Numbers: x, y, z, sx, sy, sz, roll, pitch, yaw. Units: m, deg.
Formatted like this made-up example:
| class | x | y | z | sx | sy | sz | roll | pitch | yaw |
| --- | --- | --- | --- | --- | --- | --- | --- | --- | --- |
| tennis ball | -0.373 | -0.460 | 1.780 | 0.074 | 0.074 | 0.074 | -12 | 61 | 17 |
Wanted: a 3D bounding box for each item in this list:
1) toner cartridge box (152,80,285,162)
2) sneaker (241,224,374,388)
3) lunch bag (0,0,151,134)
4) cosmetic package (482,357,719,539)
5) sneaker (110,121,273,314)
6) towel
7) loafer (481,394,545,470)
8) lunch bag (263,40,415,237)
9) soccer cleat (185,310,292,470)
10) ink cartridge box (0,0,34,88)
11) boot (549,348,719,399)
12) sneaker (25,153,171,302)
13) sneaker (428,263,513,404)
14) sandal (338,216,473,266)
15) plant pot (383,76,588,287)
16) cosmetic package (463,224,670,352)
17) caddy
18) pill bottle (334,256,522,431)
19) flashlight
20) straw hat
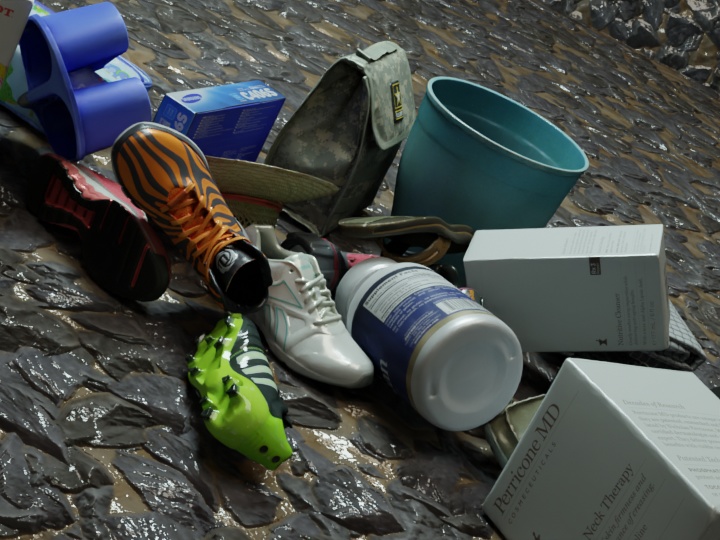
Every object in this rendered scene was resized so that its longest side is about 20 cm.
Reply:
| class | x | y | z | sx | sy | sz | roll | pitch | yaw |
| --- | --- | --- | --- | --- | --- | --- | --- | --- | --- |
| toner cartridge box | -0.161 | -0.149 | 1.772 | 0.043 | 0.095 | 0.200 | 33 | 22 | 16 |
| sneaker | -0.059 | 0.033 | 1.508 | 0.200 | 0.080 | 0.070 | 40 | 23 | 25 |
| lunch bag | -0.333 | -0.218 | 1.746 | 0.200 | 0.083 | 0.161 | 35 | 20 | 14 |
| cosmetic package | 0.245 | 0.201 | 1.367 | 0.166 | 0.168 | 0.200 | 8 | 28 | -39 |
| sneaker | -0.133 | -0.041 | 1.419 | 0.200 | 0.078 | 0.112 | 51 | -4 | -37 |
| towel | 0.271 | 0.054 | 1.846 | 0.200 | 0.086 | 0.166 | 21 | 24 | -20 |
| loafer | 0.182 | 0.142 | 1.529 | 0.200 | 0.070 | 0.075 | -8 | 66 | -57 |
| lunch bag | -0.013 | -0.157 | 1.821 | 0.117 | 0.200 | 0.164 | 30 | 21 | 8 |
| soccer cleat | -0.097 | 0.099 | 1.349 | 0.081 | 0.068 | 0.200 | 46 | 10 | -22 |
| ink cartridge box | -0.388 | -0.231 | 1.542 | 0.128 | 0.200 | 0.125 | 21 | 23 | -18 |
| boot | 0.306 | 0.130 | 1.716 | 0.158 | 0.080 | 0.211 | 38 | 24 | 25 |
| sneaker | -0.220 | -0.045 | 1.497 | 0.087 | 0.074 | 0.200 | 2 | 33 | -50 |
| sneaker | 0.093 | 0.062 | 1.608 | 0.080 | 0.086 | 0.200 | 9 | 29 | -35 |
| sandal | 0.051 | -0.025 | 1.652 | 0.082 | 0.055 | 0.200 | -1 | -6 | 29 |
| plant pot | 0.125 | -0.086 | 1.840 | 0.200 | 0.188 | 0.200 | 23 | 23 | -10 |
| cosmetic package | 0.211 | 0.019 | 1.672 | 0.200 | 0.113 | 0.081 | -4 | 24 | 15 |
| caddy | -0.276 | -0.176 | 1.559 | 0.105 | 0.142 | 0.200 | -20 | 5 | -18 |
| pill bottle | 0.055 | 0.059 | 1.517 | 0.111 | 0.111 | 0.200 | 14 | 14 | -32 |
| flashlight | 0.000 | 0.000 | 1.666 | 0.200 | 0.068 | 0.068 | 5 | 48 | -45 |
| straw hat | -0.123 | -0.053 | 1.606 | 0.201 | 0.085 | 0.201 | 10 | -5 | 1 |
